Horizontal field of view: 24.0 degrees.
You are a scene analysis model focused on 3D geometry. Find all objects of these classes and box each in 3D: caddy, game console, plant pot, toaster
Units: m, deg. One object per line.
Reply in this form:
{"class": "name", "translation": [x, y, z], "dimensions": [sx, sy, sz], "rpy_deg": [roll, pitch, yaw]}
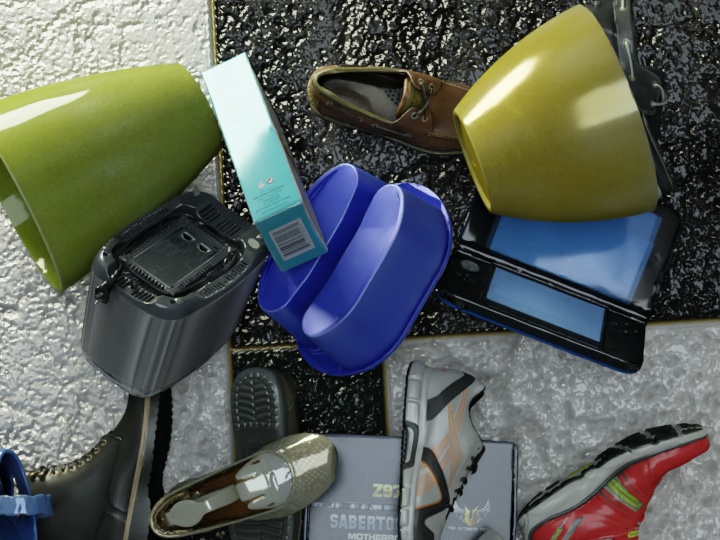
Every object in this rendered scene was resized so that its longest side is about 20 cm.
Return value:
{"class": "caddy", "translation": [0.000, 0.000, 1.579], "dimensions": [0.141, 0.105, 0.200], "rpy_deg": [28, 85, 41]}
{"class": "game console", "translation": [0.190, -0.013, 1.584], "dimensions": [0.199, 0.171, 0.119], "rpy_deg": [21, 112, 3]}
{"class": "plant pot", "translation": [-0.237, -0.108, 1.582], "dimensions": [0.200, 0.187, 0.188], "rpy_deg": [-29, 84, -16]}
{"class": "plant pot", "translation": [0.168, -0.124, 1.549], "dimensions": [0.141, 0.200, 0.201], "rpy_deg": [-21, 84, -1]}
{"class": "toaster", "translation": [-0.178, 0.027, 1.546], "dimensions": [0.113, 0.200, 0.129], "rpy_deg": [32, 131, 15]}

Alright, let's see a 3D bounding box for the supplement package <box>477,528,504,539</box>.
{"class": "supplement package", "translation": [0.157, 0.353, 1.509], "dimensions": [0.121, 0.120, 0.200], "rpy_deg": [-46, 110, -2]}

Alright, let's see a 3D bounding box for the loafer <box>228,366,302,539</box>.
{"class": "loafer", "translation": [-0.078, 0.185, 1.587], "dimensions": [0.075, 0.070, 0.201], "rpy_deg": [8, 102, 29]}

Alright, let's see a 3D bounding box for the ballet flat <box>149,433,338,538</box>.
{"class": "ballet flat", "translation": [-0.108, 0.204, 1.530], "dimensions": [0.200, 0.062, 0.068], "rpy_deg": [-26, 85, 29]}

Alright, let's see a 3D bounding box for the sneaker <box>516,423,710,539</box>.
{"class": "sneaker", "translation": [0.246, 0.212, 1.585], "dimensions": [0.200, 0.077, 0.085], "rpy_deg": [-32, 90, 9]}

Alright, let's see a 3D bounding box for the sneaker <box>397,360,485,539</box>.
{"class": "sneaker", "translation": [0.073, 0.183, 1.536], "dimensions": [0.080, 0.074, 0.201], "rpy_deg": [5, 81, 0]}

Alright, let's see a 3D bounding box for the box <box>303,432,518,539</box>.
{"class": "box", "translation": [0.046, 0.235, 1.592], "dimensions": [0.199, 0.051, 0.158], "rpy_deg": [3, 83, 1]}

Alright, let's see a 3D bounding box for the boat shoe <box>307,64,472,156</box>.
{"class": "boat shoe", "translation": [0.047, -0.155, 1.620], "dimensions": [0.199, 0.068, 0.072], "rpy_deg": [6, 82, 0]}

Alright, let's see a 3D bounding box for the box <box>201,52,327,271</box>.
{"class": "box", "translation": [-0.090, -0.102, 1.565], "dimensions": [0.049, 0.082, 0.200], "rpy_deg": [-23, 52, 2]}

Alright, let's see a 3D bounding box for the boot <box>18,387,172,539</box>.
{"class": "boot", "translation": [-0.254, 0.174, 1.596], "dimensions": [0.138, 0.077, 0.201], "rpy_deg": [6, 84, 7]}

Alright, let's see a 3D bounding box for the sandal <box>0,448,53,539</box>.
{"class": "sandal", "translation": [-0.341, 0.195, 1.562], "dimensions": [0.200, 0.079, 0.087], "rpy_deg": [47, 115, 28]}

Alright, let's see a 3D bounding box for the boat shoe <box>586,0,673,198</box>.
{"class": "boat shoe", "translation": [0.263, -0.167, 1.615], "dimensions": [0.067, 0.072, 0.201], "rpy_deg": [-19, 82, 4]}
